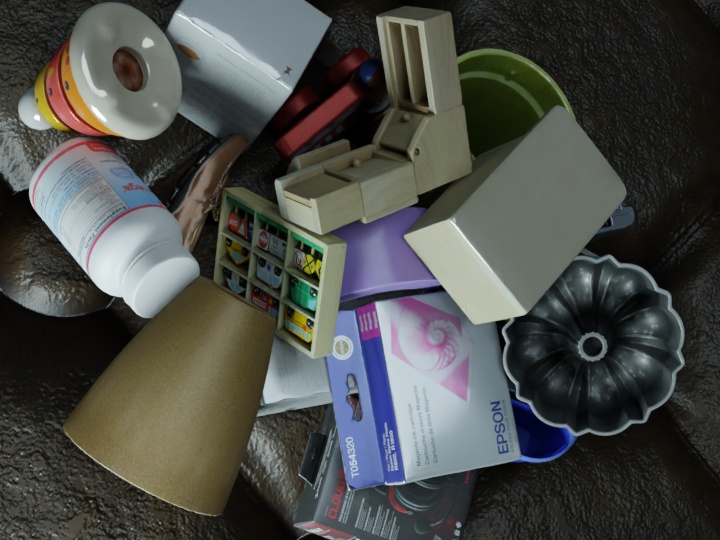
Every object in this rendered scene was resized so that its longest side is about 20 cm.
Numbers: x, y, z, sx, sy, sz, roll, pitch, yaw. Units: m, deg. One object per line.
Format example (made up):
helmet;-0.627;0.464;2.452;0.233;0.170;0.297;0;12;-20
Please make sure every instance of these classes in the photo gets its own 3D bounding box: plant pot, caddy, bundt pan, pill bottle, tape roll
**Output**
plant pot;0.135;-0.139;1.472;0.198;0.184;0.203;7;72;-21
plant pot;-0.174;0.114;1.232;0.185;0.186;0.201;29;90;-12
caddy;0.169;0.147;1.424;0.198;0.105;0.143;22;68;-15
bundt pan;0.258;0.077;1.346;0.199;0.076;0.204;1;99;8
pill bottle;-0.259;-0.044;1.282;0.108;0.109;0.200;-30;58;-26
tape roll;0.000;0.000;1.367;0.198;0.200;0.086;-7;77;-24

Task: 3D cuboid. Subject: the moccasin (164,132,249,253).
moccasin;-0.182;-0.071;1.384;0.077;0.074;0.203;35;63;-16

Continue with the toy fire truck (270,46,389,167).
toy fire truck;-0.016;-0.189;1.419;0.199;0.168;0.113;-38;91;-4

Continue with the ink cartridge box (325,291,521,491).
ink cartridge box;0.067;0.127;1.321;0.198;0.043;0.199;-8;83;-22

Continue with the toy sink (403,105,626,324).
toy sink;0.166;-0.060;1.297;0.131;0.112;0.200;49;65;-12

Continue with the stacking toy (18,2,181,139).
stacking toy;-0.304;-0.191;1.308;0.145;0.199;0.148;21;62;-46

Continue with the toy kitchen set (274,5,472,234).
toy kitchen set;-0.017;-0.166;1.275;0.199;0.163;0.182;-24;117;-28

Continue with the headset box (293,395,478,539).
headset box;0.024;0.243;1.373;0.198;0.075;0.150;24;68;-15

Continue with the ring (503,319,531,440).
ring;0.151;0.118;1.495;0.198;0.019;0.203;6;73;-20

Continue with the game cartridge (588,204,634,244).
game cartridge;0.227;-0.041;1.509;0.198;0.133;0.042;-11;78;-24

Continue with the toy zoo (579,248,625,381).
toy zoo;0.280;0.047;1.479;0.020;0.200;0.133;3;99;-6

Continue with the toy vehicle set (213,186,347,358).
toy vehicle set;-0.091;-0.002;1.296;0.026;0.199;0.126;-7;114;-38

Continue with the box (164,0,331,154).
box;-0.146;-0.247;1.380;0.151;0.200;0.107;33;65;-11

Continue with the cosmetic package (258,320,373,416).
cosmetic package;-0.041;0.108;1.368;0.198;0.113;0.082;-6;78;-22
